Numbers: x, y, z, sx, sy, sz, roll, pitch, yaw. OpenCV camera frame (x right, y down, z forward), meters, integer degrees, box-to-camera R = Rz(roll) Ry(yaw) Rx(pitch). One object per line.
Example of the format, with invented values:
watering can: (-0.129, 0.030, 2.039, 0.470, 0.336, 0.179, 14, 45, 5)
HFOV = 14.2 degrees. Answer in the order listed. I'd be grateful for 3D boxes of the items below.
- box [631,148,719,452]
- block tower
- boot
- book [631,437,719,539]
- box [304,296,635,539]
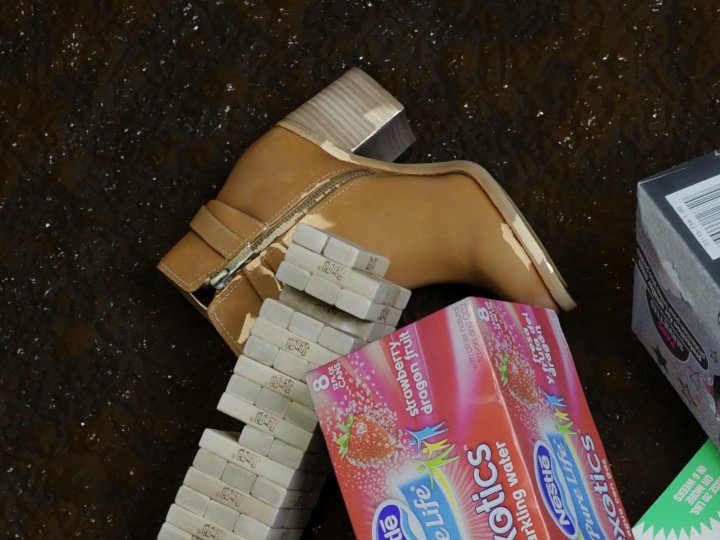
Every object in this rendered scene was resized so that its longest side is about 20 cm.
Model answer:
box: (0.228, 0.039, 1.353, 0.132, 0.115, 0.200, -22, 50, -15)
block tower: (-0.041, 0.080, 1.425, 0.054, 0.058, 0.201, 24, 93, 20)
boot: (0.000, 0.000, 1.479, 0.155, 0.077, 0.200, -44, 64, -8)
book: (0.230, 0.157, 1.365, 0.200, 0.048, 0.134, 34, 73, 28)
box: (0.062, 0.123, 1.353, 0.099, 0.095, 0.201, -25, 74, 26)
